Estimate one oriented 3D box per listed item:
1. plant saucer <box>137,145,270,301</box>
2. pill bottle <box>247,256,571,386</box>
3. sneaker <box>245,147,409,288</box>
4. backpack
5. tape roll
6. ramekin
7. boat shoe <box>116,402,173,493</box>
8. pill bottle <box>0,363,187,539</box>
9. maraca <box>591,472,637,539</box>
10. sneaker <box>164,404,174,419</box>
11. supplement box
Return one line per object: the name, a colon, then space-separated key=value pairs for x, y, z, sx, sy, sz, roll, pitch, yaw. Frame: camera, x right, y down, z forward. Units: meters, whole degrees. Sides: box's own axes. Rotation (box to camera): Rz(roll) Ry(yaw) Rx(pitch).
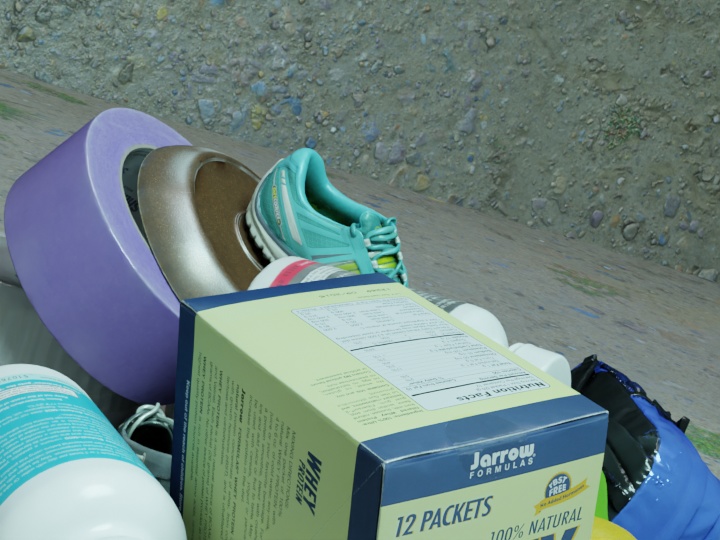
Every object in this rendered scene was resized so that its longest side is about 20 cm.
plant saucer: x=-0.081 y=-0.012 z=1.110 sx=0.200 sy=0.032 sz=0.201 roll=44 pitch=26 yaw=-28
pill bottle: x=0.025 y=0.066 z=0.957 sx=0.199 sy=0.112 sz=0.110 roll=15 pitch=7 yaw=26
sneaker: x=0.000 y=0.000 z=1.069 sx=0.200 sy=0.080 sz=0.077 roll=46 pitch=31 yaw=12
backpack: x=0.192 y=0.175 z=1.116 sx=0.167 sy=0.163 sz=0.200 roll=38 pitch=4 yaw=-13
tape roll: x=-0.154 y=-0.010 z=1.107 sx=0.200 sy=0.085 sz=0.201 roll=44 pitch=25 yaw=-27
ramekin: x=-0.249 y=0.044 z=1.170 sx=0.201 sy=0.095 sz=0.202 roll=18 pitch=10 yaw=-3
boat shoe: x=-0.134 y=0.125 z=1.044 sx=0.072 sy=0.062 sz=0.200 roll=14 pitch=10 yaw=-11
pill bottle: x=-0.160 y=0.133 z=0.811 sx=0.110 sy=0.112 sz=0.200 roll=13 pitch=11 yaw=-32
maraca: x=0.131 y=0.192 z=0.884 sx=0.106 sy=0.202 sz=0.137 roll=-17 pitch=-11 yaw=26
sneaker: x=-0.088 y=0.115 z=1.154 sx=0.080 sy=0.075 sz=0.200 roll=14 pitch=11 yaw=-27
supplement box: x=0.003 y=0.133 z=0.799 sx=0.133 sy=0.202 sz=0.199 roll=-8 pitch=24 yaw=-32
